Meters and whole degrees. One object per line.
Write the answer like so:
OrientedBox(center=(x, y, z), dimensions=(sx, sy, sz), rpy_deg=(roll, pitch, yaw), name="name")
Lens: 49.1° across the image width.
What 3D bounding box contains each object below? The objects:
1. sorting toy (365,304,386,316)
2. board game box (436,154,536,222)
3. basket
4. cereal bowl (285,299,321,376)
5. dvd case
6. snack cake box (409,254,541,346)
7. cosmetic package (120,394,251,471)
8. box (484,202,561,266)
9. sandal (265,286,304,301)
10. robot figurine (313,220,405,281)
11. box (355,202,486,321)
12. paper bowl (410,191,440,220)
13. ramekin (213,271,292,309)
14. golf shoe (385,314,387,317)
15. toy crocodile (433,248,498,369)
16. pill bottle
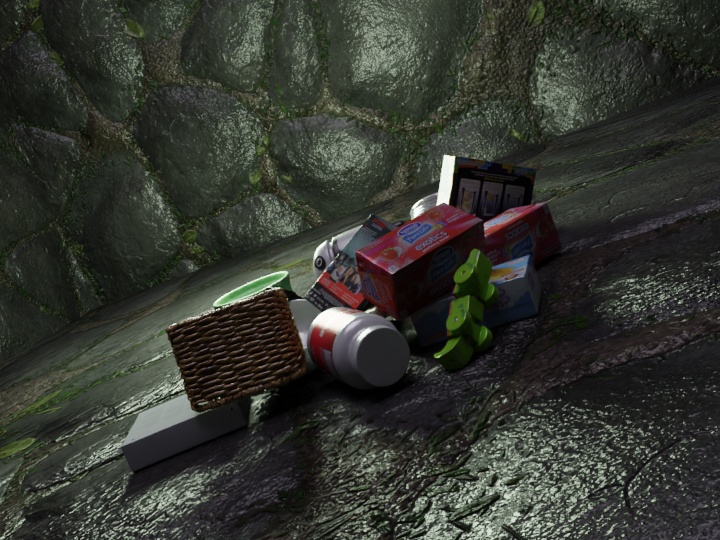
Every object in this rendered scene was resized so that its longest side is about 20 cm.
OrientedBox(center=(0.073, 0.030, 1.398), dimensions=(0.199, 0.037, 0.185), rpy_deg=(-32, 2, -25), name="sorting toy")
OrientedBox(center=(0.256, -0.143, 1.628), dimensions=(0.198, 0.167, 0.057), rpy_deg=(5, 9, -24), name="board game box")
OrientedBox(center=(-0.197, 0.128, 1.291), dimensions=(0.198, 0.150, 0.143), rpy_deg=(-20, 0, -2), name="basket")
OrientedBox(center=(-0.130, 0.135, 1.404), dimensions=(0.198, 0.084, 0.201), rpy_deg=(-12, 26, 6), name="cereal bowl")
OrientedBox(center=(0.000, 0.000, 1.380), dimensions=(0.201, 0.022, 0.146), rpy_deg=(-52, 37, -5), name="dvd case")
OrientedBox(center=(0.189, 0.049, 1.283), dimensions=(0.198, 0.068, 0.115), rpy_deg=(-19, 10, 21), name="snack cake box")
OrientedBox(center=(-0.283, 0.247, 1.310), dimensions=(0.198, 0.052, 0.151), rpy_deg=(-22, 9, 0), name="cosmetic package")
OrientedBox(center=(0.266, -0.044, 1.468), dimensions=(0.199, 0.096, 0.099), rpy_deg=(-28, 12, -31), name="box")
OrientedBox(center=(-0.149, 0.071, 1.561), dimensions=(0.074, 0.049, 0.200), rpy_deg=(8, -9, 11), name="sandal")
OrientedBox(center=(0.006, -0.024, 1.502), dimensions=(0.198, 0.126, 0.150), rpy_deg=(-22, -13, 8), name="robot figurine")
OrientedBox(center=(0.100, -0.018, 1.275), dimensions=(0.199, 0.096, 0.099), rpy_deg=(-30, 38, -26), name="box")
OrientedBox(center=(0.214, -0.099, 1.750), dimensions=(0.198, 0.106, 0.201), rpy_deg=(-6, -16, -2), name="paper bowl")
OrientedBox(center=(-0.249, 0.087, 1.917), dimensions=(0.198, 0.099, 0.200), rpy_deg=(-22, 10, 4), name="ramekin")
OrientedBox(center=(-0.044, 0.096, 1.529), dimensions=(0.198, 0.076, 0.092), rpy_deg=(-19, 14, 25), name="golf shoe")
OrientedBox(center=(0.158, 0.056, 1.168), dimensions=(0.061, 0.067, 0.202), rpy_deg=(-20, 43, 43), name="toy crocodile")
OrientedBox(center=(-0.003, 0.119, 1.206), dimensions=(0.111, 0.113, 0.200), rpy_deg=(-25, 11, -19), name="pill bottle")
